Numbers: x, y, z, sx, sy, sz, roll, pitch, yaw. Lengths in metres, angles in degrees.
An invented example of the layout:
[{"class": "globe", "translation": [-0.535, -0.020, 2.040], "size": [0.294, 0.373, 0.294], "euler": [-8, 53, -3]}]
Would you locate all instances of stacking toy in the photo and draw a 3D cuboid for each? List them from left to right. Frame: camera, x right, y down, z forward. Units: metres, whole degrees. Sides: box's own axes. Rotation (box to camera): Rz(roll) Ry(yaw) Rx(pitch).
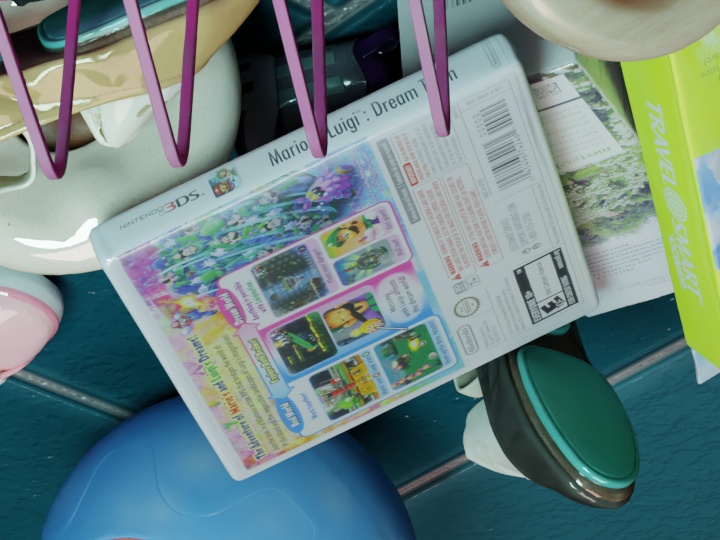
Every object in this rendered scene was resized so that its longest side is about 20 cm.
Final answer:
[{"class": "stacking toy", "translation": [-0.118, -0.048, 1.245], "size": [0.146, 0.147, 0.200], "euler": [-4, 164, 1]}]

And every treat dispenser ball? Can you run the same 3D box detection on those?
[{"class": "treat dispenser ball", "translation": [-0.069, 0.163, 1.492], "size": [0.200, 0.201, 0.201], "euler": [-2, 149, -1]}]

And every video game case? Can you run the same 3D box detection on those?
[{"class": "video game case", "translation": [0.000, 0.000, 1.196], "size": [0.182, 0.024, 0.200], "euler": [-25, 148, 0]}]

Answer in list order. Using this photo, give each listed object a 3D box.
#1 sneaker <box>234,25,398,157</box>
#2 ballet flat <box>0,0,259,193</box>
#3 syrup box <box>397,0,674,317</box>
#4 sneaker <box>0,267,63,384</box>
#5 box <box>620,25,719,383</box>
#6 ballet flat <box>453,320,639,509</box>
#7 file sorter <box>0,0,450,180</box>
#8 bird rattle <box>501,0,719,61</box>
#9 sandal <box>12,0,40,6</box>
[{"class": "sneaker", "translation": [0.012, -0.034, 1.306], "size": [0.087, 0.075, 0.200], "euler": [-17, 146, 12]}, {"class": "ballet flat", "translation": [-0.123, -0.069, 1.122], "size": [0.199, 0.069, 0.063], "euler": [-18, 112, 1]}, {"class": "syrup box", "translation": [0.094, -0.063, 1.254], "size": [0.079, 0.082, 0.200], "euler": [-17, 148, 21]}, {"class": "sneaker", "translation": [-0.230, 0.074, 1.427], "size": [0.200, 0.105, 0.075], "euler": [-22, 142, 26]}, {"class": "box", "translation": [0.182, -0.046, 1.213], "size": [0.122, 0.048, 0.200], "euler": [-28, 126, -15]}, {"class": "ballet flat", "translation": [0.076, 0.048, 1.319], "size": [0.068, 0.200, 0.068], "euler": [18, 126, -29]}, {"class": "file sorter", "translation": [-0.070, -0.114, 1.003], "size": [0.199, 0.126, 0.139], "euler": [-6, 142, 6]}, {"class": "bird rattle", "translation": [0.105, -0.156, 1.043], "size": [0.200, 0.164, 0.113], "euler": [21, -178, -40]}, {"class": "sandal", "translation": [-0.102, -0.132, 1.128], "size": [0.199, 0.075, 0.045], "euler": [-7, 107, 2]}]
